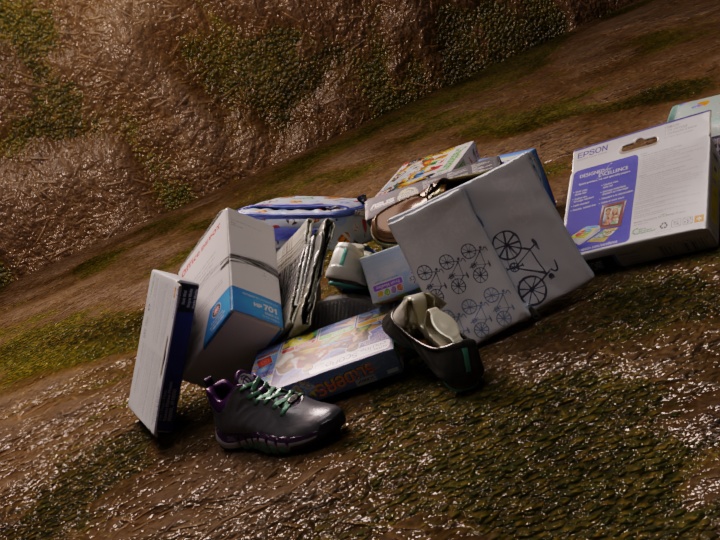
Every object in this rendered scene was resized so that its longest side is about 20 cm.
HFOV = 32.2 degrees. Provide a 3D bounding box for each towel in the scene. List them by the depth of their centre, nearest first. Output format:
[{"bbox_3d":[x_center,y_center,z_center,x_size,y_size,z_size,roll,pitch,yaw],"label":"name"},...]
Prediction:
[{"bbox_3d":[-0.111,0.036,1.698,0.200,0.034,0.193,-38,29,44],"label":"towel"}]

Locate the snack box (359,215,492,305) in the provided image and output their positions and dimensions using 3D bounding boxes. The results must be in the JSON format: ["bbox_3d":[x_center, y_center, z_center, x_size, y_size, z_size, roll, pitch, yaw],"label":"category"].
[{"bbox_3d":[0.106,-0.006,1.622,0.168,0.068,0.200,-19,-10,14],"label":"snack box"}]

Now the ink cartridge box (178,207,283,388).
[{"bbox_3d":[-0.179,0.040,1.680,0.147,0.086,0.201,-50,31,33],"label":"ink cartridge box"}]

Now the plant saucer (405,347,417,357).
[{"bbox_3d":[0.001,0.108,1.580,0.199,0.019,0.070,-18,14,20],"label":"plant saucer"}]

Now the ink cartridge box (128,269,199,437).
[{"bbox_3d":[-0.255,0.106,1.641,0.040,0.201,0.200,10,3,-20],"label":"ink cartridge box"}]

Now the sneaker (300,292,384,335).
[{"bbox_3d":[-0.023,0.058,1.689,0.200,0.073,0.114,-15,11,43],"label":"sneaker"}]

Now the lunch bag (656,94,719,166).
[{"bbox_3d":[0.484,-0.154,1.631,0.170,0.122,0.200,-10,26,33],"label":"lunch bag"}]

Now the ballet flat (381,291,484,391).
[{"bbox_3d":[0.082,0.065,1.408,0.068,0.069,0.200,-18,27,-21],"label":"ballet flat"}]

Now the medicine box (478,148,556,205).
[{"bbox_3d":[0.169,-0.097,1.942,0.182,0.103,0.200,-7,20,47],"label":"medicine box"}]

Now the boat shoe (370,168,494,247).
[{"bbox_3d":[0.105,-0.089,1.620,0.199,0.068,0.072,-18,56,0],"label":"boat shoe"}]

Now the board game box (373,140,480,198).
[{"bbox_3d":[0.106,-0.143,1.922,0.126,0.035,0.200,-17,14,20],"label":"board game box"}]

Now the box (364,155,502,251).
[{"bbox_3d":[0.126,-0.058,1.729,0.199,0.161,0.049,-19,42,15],"label":"box"}]

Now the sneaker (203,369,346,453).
[{"bbox_3d":[-0.107,0.155,1.410,0.199,0.088,0.074,-10,17,42],"label":"sneaker"}]

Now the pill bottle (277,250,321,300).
[{"bbox_3d":[-0.167,0.049,1.868,0.200,0.116,0.116,-29,15,-31],"label":"pill bottle"}]

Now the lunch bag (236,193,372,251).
[{"bbox_3d":[-0.077,-0.068,1.828,0.199,0.076,0.160,0,8,23],"label":"lunch bag"}]

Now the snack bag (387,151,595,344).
[{"bbox_3d":[0.159,-0.022,1.491,0.199,0.189,0.021,-26,-13,-3],"label":"snack bag"}]

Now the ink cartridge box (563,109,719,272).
[{"bbox_3d":[0.356,-0.095,1.579,0.197,0.047,0.201,-15,42,33],"label":"ink cartridge box"}]

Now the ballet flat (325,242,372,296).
[{"bbox_3d":[0.000,0.000,1.653,0.069,0.070,0.200,-20,-11,8],"label":"ballet flat"}]

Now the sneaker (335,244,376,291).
[{"bbox_3d":[-0.003,-0.009,1.924,0.075,0.077,0.200,-27,13,-16],"label":"sneaker"}]

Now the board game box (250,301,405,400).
[{"bbox_3d":[-0.041,0.111,1.531,0.199,0.035,0.135,-20,20,13],"label":"board game box"}]
